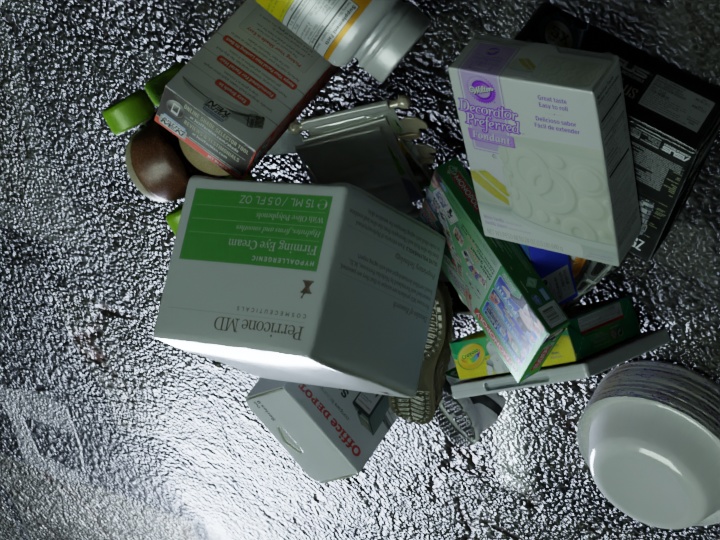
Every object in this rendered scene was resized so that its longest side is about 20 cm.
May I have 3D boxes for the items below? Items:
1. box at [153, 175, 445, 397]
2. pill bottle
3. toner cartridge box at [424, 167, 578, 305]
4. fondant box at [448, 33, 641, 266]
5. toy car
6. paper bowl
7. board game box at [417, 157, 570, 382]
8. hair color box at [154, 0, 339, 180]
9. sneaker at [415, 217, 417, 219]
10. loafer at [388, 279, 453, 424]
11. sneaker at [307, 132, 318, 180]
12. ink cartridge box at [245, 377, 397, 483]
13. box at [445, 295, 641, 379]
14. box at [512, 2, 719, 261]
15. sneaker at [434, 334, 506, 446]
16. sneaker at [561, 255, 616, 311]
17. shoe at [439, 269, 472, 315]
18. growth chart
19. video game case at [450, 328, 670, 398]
[{"bbox_3d":[-0.057,0.016,1.608,0.198,0.172,0.200,5,169,34],"label":"box"},{"bbox_3d":[-0.032,-0.272,1.568,0.200,0.109,0.109,39,145,-3],"label":"pill bottle"},{"bbox_3d":[0.139,-0.036,1.659,0.200,0.043,0.095,34,146,57],"label":"toner cartridge box"},{"bbox_3d":[0.168,-0.108,1.472,0.144,0.058,0.201,14,138,31],"label":"fondant box"},{"bbox_3d":[-0.148,-0.155,1.781,0.200,0.158,0.165,-21,106,40],"label":"toy car"},{"bbox_3d":[0.331,0.203,1.793,0.200,0.104,0.201,24,142,20],"label":"paper bowl"},{"bbox_3d":[0.127,0.001,1.627,0.200,0.029,0.135,57,161,16],"label":"board game box"},{"bbox_3d":[-0.102,-0.196,1.636,0.111,0.200,0.064,36,145,3],"label":"hair color box"},{"bbox_3d":[0.000,0.000,1.821,0.112,0.073,0.201,38,115,27],"label":"sneaker"},{"bbox_3d":[0.065,0.079,1.819,0.076,0.068,0.201,15,128,12],"label":"loafer"},{"bbox_3d":[-0.012,-0.099,1.782,0.200,0.081,0.089,80,172,-61],"label":"sneaker"},{"bbox_3d":[-0.020,0.129,1.931,0.146,0.200,0.084,49,142,-17],"label":"ink cartridge box"},{"bbox_3d":[0.188,0.074,1.760,0.200,0.117,0.049,-17,91,48],"label":"box"},{"bbox_3d":[0.221,-0.128,1.528,0.199,0.086,0.164,29,144,13],"label":"box"},{"bbox_3d":[0.097,0.105,1.922,0.074,0.080,0.201,-27,93,53],"label":"sneaker"},{"bbox_3d":[0.225,-0.009,1.674,0.200,0.077,0.079,113,142,-70],"label":"sneaker"},{"bbox_3d":[0.113,0.026,1.806,0.200,0.053,0.070,1,127,50],"label":"shoe"},{"bbox_3d":[0.009,-0.102,1.657,0.144,0.018,0.200,-7,144,9],"label":"growth chart"},{"bbox_3d":[0.212,0.100,1.755,0.200,0.143,0.018,-14,93,49],"label":"video game case"}]
